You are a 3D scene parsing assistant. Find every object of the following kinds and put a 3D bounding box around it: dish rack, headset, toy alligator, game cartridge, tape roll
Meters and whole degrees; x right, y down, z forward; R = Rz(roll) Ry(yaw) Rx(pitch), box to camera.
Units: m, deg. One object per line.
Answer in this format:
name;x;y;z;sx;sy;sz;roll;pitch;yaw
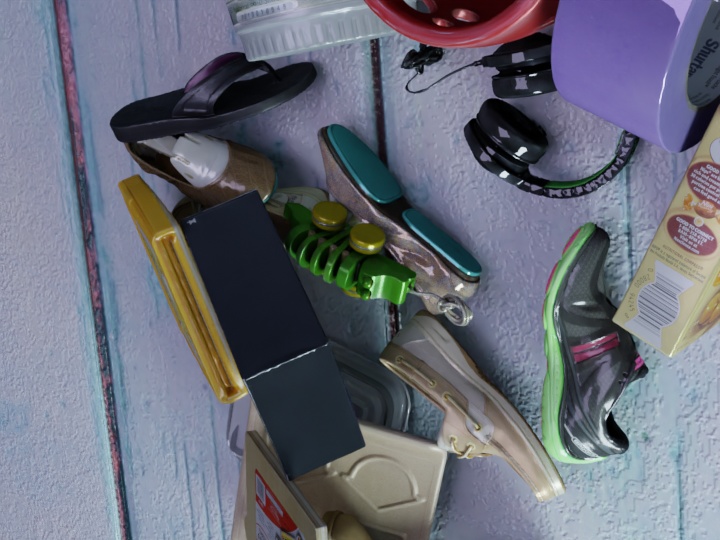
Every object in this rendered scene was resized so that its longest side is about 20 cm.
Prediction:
dish rack;-0.052;0.146;1.265;0.199;0.043;0.172;24;116;29
headset;0.127;-0.136;1.048;0.199;0.094;0.124;22;112;13
toy alligator;0.000;0.000;1.104;0.200;0.054;0.060;32;132;24
game cartridge;-0.170;0.012;1.225;0.200;0.032;0.177;39;151;64
tape roll;0.216;-0.185;0.870;0.085;0.200;0.201;31;120;25

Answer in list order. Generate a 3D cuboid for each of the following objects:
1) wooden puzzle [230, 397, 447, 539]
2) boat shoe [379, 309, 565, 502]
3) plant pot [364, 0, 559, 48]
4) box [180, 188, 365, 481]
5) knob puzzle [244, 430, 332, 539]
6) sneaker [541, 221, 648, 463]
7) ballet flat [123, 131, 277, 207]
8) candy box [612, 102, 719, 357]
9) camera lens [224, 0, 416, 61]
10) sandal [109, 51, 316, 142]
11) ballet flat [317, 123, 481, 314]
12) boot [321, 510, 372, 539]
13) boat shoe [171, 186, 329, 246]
wooden puzzle;-0.021;0.208;1.208;0.184;0.046;0.201;15;118;12
boat shoe;0.092;0.126;1.120;0.069;0.074;0.200;-38;66;-5
plant pot;0.107;-0.267;0.938;0.200;0.182;0.202;12;110;33
box;-0.075;0.051;1.108;0.141;0.079;0.200;69;175;-46
knob puzzle;-0.056;0.263;1.135;0.219;0.030;0.221;172;90;-68
sneaker;0.189;0.057;1.052;0.083;0.077;0.201;3;108;16
ballet flat;-0.162;-0.108;1.230;0.200;0.072;0.068;26;83;44
candy box;0.261;-0.045;0.929;0.055;0.115;0.201;35;121;23
camera lens;-0.041;-0.281;1.058;0.159;0.160;0.201;-4;101;37
sandal;-0.138;-0.161;1.184;0.199;0.075;0.048;-12;121;14
ballet flat;0.018;-0.040;1.141;0.200;0.068;0.067;48;117;17
boot;0.076;0.275;1.148;0.199;0.066;0.176;-7;123;22
boat shoe;-0.114;-0.048;1.242;0.199;0.063;0.074;-4;101;37
